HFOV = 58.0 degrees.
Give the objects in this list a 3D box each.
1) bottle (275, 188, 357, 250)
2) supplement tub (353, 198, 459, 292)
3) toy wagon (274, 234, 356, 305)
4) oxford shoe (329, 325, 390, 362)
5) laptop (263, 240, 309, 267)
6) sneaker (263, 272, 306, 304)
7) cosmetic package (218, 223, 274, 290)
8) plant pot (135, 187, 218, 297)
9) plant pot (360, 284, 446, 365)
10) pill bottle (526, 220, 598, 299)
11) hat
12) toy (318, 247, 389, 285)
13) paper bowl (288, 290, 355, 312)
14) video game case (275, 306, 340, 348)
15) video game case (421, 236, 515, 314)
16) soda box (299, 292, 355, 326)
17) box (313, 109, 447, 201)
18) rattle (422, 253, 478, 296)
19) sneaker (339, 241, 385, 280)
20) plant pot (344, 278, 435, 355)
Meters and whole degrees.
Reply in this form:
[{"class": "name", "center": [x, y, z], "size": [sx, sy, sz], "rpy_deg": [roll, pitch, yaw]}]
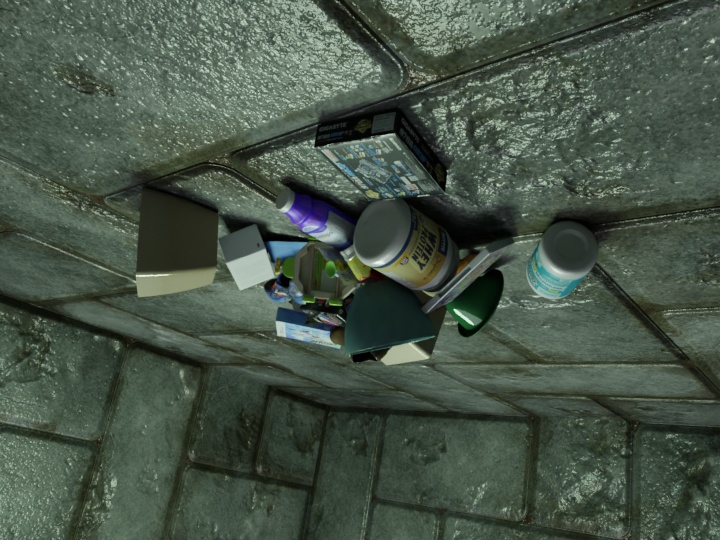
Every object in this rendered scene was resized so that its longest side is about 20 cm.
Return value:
[{"class": "bottle", "center": [-0.088, -0.107, 1.356], "size": [0.082, 0.067, 0.198], "rpy_deg": [-13, 150, 43]}, {"class": "supplement tub", "center": [0.096, -0.047, 1.308], "size": [0.143, 0.148, 0.198], "rpy_deg": [-9, 153, 44]}, {"class": "toy wagon", "center": [-0.103, -0.004, 1.514], "size": [0.195, 0.159, 0.040], "rpy_deg": [5, 177, 14]}, {"class": "oxford shoe", "center": [-0.015, 0.179, 1.592], "size": [0.198, 0.085, 0.073], "rpy_deg": [4, 137, 47]}, {"class": "laptop", "center": [-0.133, 0.011, 1.632], "size": [0.115, 0.202, 0.188], "rpy_deg": [-31, 162, -8]}, {"class": "sneaker", "center": [-0.192, 0.035, 1.688], "size": [0.198, 0.076, 0.079], "rpy_deg": [-3, 136, 49]}, {"class": "cosmetic package", "center": [-0.279, -0.029, 1.606], "size": [0.100, 0.072, 0.201], "rpy_deg": [-21, 162, -9]}, {"class": "plant pot", "center": [-0.423, -0.054, 1.510], "size": [0.173, 0.205, 0.200], "rpy_deg": [4, 163, -16]}, {"class": "plant pot", "center": [0.086, 0.099, 1.642], "size": [0.176, 0.203, 0.199], "rpy_deg": [34, 153, -21]}, {"class": "pill bottle", "center": [0.396, -0.011, 1.304], "size": [0.108, 0.113, 0.201], "rpy_deg": [8, 160, 6]}, {"class": "hat", "center": [0.207, 0.046, 1.486], "size": [0.174, 0.203, 0.165], "rpy_deg": [30, 159, -14]}, {"class": "toy", "center": [0.000, 0.000, 1.443], "size": [0.197, 0.116, 0.048], "rpy_deg": [1, 132, -46]}, {"class": "paper bowl", "center": [-0.117, 0.089, 1.858], "size": [0.196, 0.107, 0.201], "rpy_deg": [10, 161, 4]}, {"class": "video game case", "center": [-0.143, 0.167, 1.864], "size": [0.195, 0.046, 0.182], "rpy_deg": [12, 162, -1]}, {"class": "video game case", "center": [0.223, 0.010, 1.344], "size": [0.200, 0.018, 0.142], "rpy_deg": [-47, 165, 31]}, {"class": "soda box", "center": [-0.071, 0.090, 1.603], "size": [0.063, 0.072, 0.199], "rpy_deg": [39, 162, -25]}, {"class": "box", "center": [0.039, -0.187, 1.101], "size": [0.156, 0.047, 0.199], "rpy_deg": [-2, 157, 32]}, {"class": "rattle", "center": [0.165, -0.027, 1.506], "size": [0.198, 0.143, 0.132], "rpy_deg": [8, 135, 56]}, {"class": "sneaker", "center": [0.036, -0.023, 1.399], "size": [0.078, 0.092, 0.198], "rpy_deg": [-32, 170, 40]}, {"class": "plant pot", "center": [0.052, 0.094, 1.392], "size": [0.195, 0.138, 0.200], "rpy_deg": [-11, 171, -2]}]
